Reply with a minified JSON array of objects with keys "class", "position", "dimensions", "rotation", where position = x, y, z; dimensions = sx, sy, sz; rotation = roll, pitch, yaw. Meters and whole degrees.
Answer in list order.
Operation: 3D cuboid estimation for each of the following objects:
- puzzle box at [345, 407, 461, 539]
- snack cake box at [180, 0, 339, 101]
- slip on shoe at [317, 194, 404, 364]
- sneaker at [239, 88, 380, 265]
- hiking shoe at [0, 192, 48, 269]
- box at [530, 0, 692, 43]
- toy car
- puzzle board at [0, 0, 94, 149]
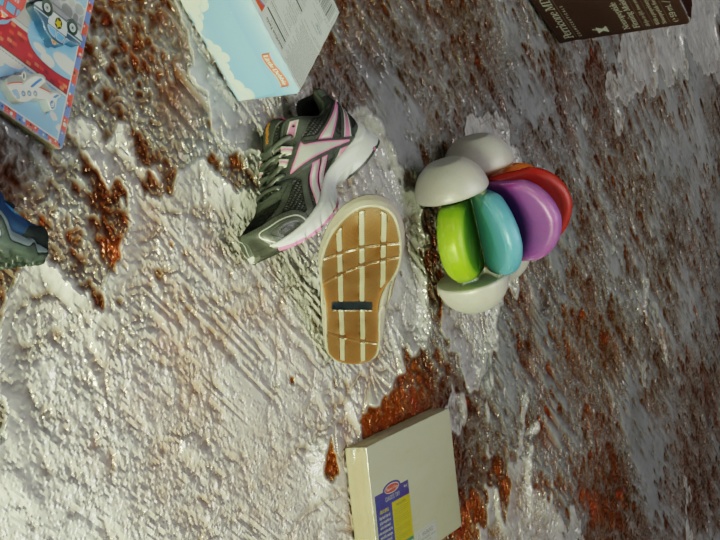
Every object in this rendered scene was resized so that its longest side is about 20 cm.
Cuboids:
[{"class":"puzzle box","position":[0.047,0.225,1.304],"dimensions":[0.200,0.025,0.134],"rotation":[-10,95,-61]},{"class":"snack cake box","position":[-0.100,-0.255,1.055],"dimensions":[0.200,0.067,0.115],"rotation":[61,39,-38]},{"class":"slip on shoe","position":[0.000,0.000,1.151],"dimensions":[0.201,0.076,0.061],"rotation":[92,0,-45]},{"class":"sneaker","position":[-0.063,-0.087,1.115],"dimensions":[0.086,0.080,0.200],"rotation":[50,40,-17]},{"class":"hiking shoe","position":[-0.250,-0.060,0.739],"dimensions":[0.200,0.074,0.087],"rotation":[34,57,-55]},{"class":"box","position":[0.351,-0.442,1.780],"dimensions":[0.166,0.199,0.165],"rotation":[36,55,-54]},{"class":"toy car","position":[0.159,-0.057,1.421],"dimensions":[0.200,0.149,0.176],"rotation":[-42,123,-56]},{"class":"puzzle board","position":[-0.245,-0.190,0.829],"dimensions":[0.200,0.017,0.151],"rotation":[39,53,-54]}]
